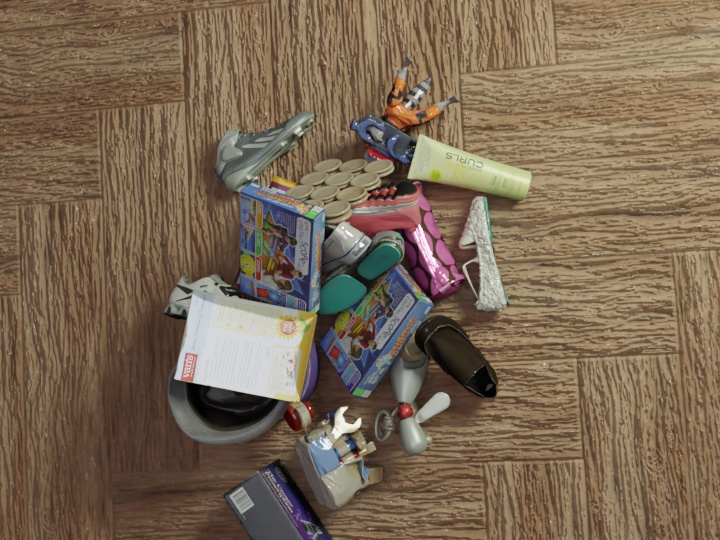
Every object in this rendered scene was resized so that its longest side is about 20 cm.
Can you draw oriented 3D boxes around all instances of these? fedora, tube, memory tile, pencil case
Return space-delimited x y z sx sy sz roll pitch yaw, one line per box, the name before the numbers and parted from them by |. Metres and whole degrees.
fedora | -0.206 0.189 1.462 0.200 0.090 0.177 -25 86 -5
tube | 0.184 -0.164 1.506 0.200 0.052 0.058 16 66 -2
memory tile | -0.045 -0.132 1.456 0.153 0.200 0.017 4 123 31
pencil case | 0.104 -0.048 1.510 0.091 0.094 0.200 -26 85 -8

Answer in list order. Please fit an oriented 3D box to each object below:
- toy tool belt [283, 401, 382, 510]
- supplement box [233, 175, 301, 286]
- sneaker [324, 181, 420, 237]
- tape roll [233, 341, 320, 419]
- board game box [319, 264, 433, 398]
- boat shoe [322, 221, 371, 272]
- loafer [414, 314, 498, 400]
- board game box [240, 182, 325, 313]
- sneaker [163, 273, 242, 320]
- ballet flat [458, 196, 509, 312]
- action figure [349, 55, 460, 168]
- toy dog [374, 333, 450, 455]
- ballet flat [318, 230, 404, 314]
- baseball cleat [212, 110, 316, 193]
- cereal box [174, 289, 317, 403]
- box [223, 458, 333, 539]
toy tool belt | -0.041 0.290 1.503 0.123 0.125 0.200 -26 100 -27
supplement box | -0.126 -0.049 1.551 0.110 0.086 0.200 20 90 9
sneaker | 0.003 -0.085 1.458 0.200 0.074 0.087 -4 119 19
tape roll | -0.174 0.164 1.548 0.200 0.085 0.200 0 87 8
board game box | 0.022 0.091 1.482 0.200 0.034 0.135 -55 42 18
boat shoe | -0.046 -0.046 1.445 0.070 0.200 0.071 44 78 -10
loafer | 0.166 0.142 1.448 0.073 0.071 0.200 -48 123 4
board game box | -0.126 -0.028 1.418 0.135 0.034 0.200 22 130 19
sneaker | -0.232 0.050 1.489 0.200 0.074 0.089 11 77 22
ballet flat | 0.199 -0.026 1.504 0.072 0.072 0.200 -12 83 8
action figure | 0.084 -0.237 1.544 0.200 0.105 0.194 36 100 -18
toy dog | 0.096 0.200 1.501 0.096 0.132 0.200 2 92 -29
ballet flat | 0.000 0.000 1.465 0.200 0.072 0.072 -39 81 32
baseball cleat | -0.177 -0.229 1.578 0.200 0.070 0.106 -42 82 4
cereal box | -0.178 0.119 1.405 0.200 0.040 0.144 12 82 0
box | -0.126 0.425 1.496 0.079 0.141 0.200 -36 82 3
